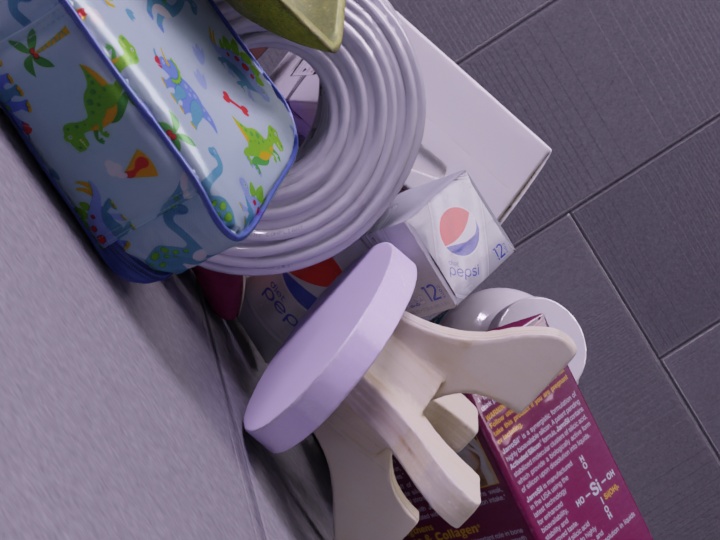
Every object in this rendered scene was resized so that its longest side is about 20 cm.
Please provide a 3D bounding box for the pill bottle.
[{"bbox_3d":[0.084,0.078,1.496,0.111,0.111,0.200,57,-29,2],"label":"pill bottle"}]

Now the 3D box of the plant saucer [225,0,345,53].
[{"bbox_3d":[-0.082,-0.235,1.127,0.200,0.048,0.201,41,39,-38],"label":"plant saucer"}]

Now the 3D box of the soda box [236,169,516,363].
[{"bbox_3d":[0.000,0.000,1.325,0.200,0.068,0.064,-18,-72,50],"label":"soda box"}]

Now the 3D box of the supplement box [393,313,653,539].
[{"bbox_3d":[0.090,0.148,1.362,0.103,0.131,0.201,-32,99,-43],"label":"supplement box"}]

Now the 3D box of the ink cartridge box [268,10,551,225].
[{"bbox_3d":[0.023,-0.096,1.404,0.147,0.083,0.200,40,-6,-16],"label":"ink cartridge box"}]

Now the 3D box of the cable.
[{"bbox_3d":[-0.060,-0.098,1.220,0.200,0.200,0.069,56,-4,-19],"label":"cable"}]

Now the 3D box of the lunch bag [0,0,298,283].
[{"bbox_3d":[-0.120,-0.103,1.087,0.200,0.082,0.161,55,27,-18],"label":"lunch bag"}]

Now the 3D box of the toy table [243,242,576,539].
[{"bbox_3d":[0.019,0.071,1.183,0.117,0.184,0.200,41,23,-7],"label":"toy table"}]

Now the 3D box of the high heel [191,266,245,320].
[{"bbox_3d":[-0.128,-0.050,1.292,0.067,0.096,0.201,-113,-169,-57],"label":"high heel"}]

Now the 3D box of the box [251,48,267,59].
[{"bbox_3d":[-0.135,-0.201,1.468,0.200,0.075,0.100,9,-40,54],"label":"box"}]
